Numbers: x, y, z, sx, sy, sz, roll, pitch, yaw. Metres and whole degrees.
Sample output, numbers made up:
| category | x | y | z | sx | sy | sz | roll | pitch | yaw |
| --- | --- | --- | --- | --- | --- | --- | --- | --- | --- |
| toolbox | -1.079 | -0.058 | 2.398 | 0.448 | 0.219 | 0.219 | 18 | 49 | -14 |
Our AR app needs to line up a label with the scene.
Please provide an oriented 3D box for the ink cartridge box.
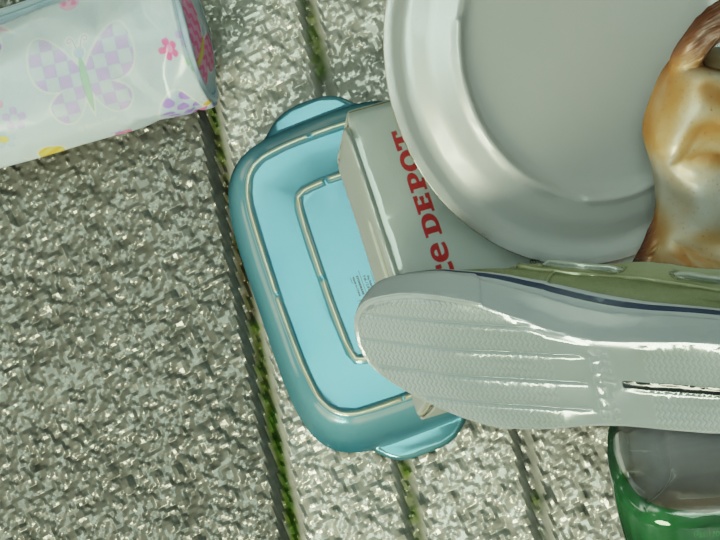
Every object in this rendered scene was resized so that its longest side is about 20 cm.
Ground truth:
| category | x | y | z | sx | sy | sz | roll | pitch | yaw |
| --- | --- | --- | --- | --- | --- | --- | --- | --- | --- |
| ink cartridge box | 0.102 | -0.028 | 0.923 | 0.199 | 0.083 | 0.147 | -16 | 79 | -8 |

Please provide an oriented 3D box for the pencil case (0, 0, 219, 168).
| category | x | y | z | sx | sy | sz | roll | pitch | yaw |
| --- | --- | --- | --- | --- | --- | --- | --- | --- | --- |
| pencil case | -0.175 | -0.107 | 0.998 | 0.199 | 0.083 | 0.091 | -14 | 102 | 6 |

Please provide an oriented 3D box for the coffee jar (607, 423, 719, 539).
| category | x | y | z | sx | sy | sz | roll | pitch | yaw |
| --- | --- | --- | --- | --- | --- | --- | --- | --- | --- |
| coffee jar | 0.173 | 0.143 | 0.858 | 0.104 | 0.201 | 0.086 | -9 | 42 | 6 |

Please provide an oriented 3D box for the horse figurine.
| category | x | y | z | sx | sy | sz | roll | pitch | yaw |
| --- | --- | --- | --- | --- | --- | --- | --- | --- | --- |
| horse figurine | 0.172 | -0.044 | 0.838 | 0.132 | 0.050 | 0.201 | -6 | 115 | -4 |

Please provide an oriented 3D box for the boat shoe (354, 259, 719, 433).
| category | x | y | z | sx | sy | sz | roll | pitch | yaw |
| --- | --- | --- | --- | --- | --- | --- | --- | --- | --- |
| boat shoe | 0.096 | 0.029 | 0.818 | 0.199 | 0.062 | 0.072 | 8 | 127 | 23 |

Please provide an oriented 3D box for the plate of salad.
| category | x | y | z | sx | sy | sz | roll | pitch | yaw |
| --- | --- | --- | --- | --- | --- | --- | --- | --- | --- |
| plate of salad | 0.098 | -0.103 | 0.864 | 0.199 | 0.048 | 0.202 | -1 | 92 | -23 |

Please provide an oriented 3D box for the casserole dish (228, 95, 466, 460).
| category | x | y | z | sx | sy | sz | roll | pitch | yaw |
| --- | --- | --- | --- | --- | --- | --- | --- | --- | --- |
| casserole dish | 0.000 | 0.000 | 0.980 | 0.120 | 0.039 | 0.201 | -21 | 80 | 5 |
